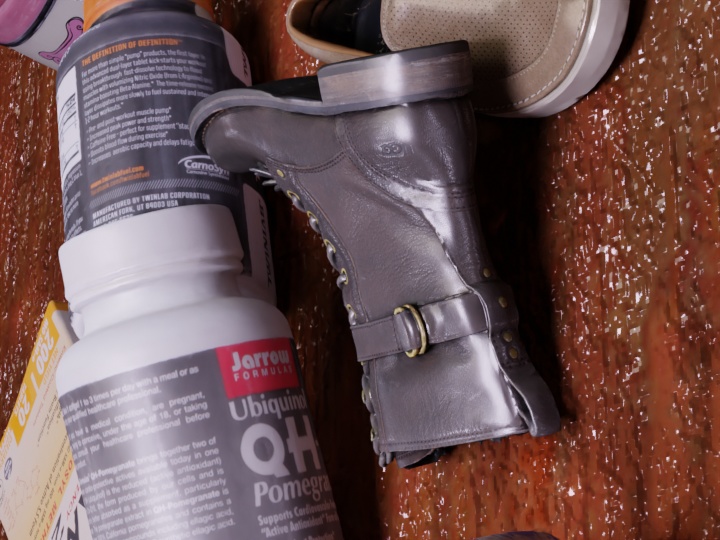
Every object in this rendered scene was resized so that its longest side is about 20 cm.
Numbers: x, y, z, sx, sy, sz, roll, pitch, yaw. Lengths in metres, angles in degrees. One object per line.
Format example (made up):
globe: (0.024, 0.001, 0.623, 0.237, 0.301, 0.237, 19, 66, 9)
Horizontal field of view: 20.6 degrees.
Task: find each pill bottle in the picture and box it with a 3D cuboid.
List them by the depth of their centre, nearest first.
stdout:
pill bottle: (-0.074, 0.077, 0.888, 0.111, 0.110, 0.201, -25, 78, 54)
pill bottle: (-0.104, -0.061, 1.031, 0.106, 0.106, 0.201, -41, 48, 47)

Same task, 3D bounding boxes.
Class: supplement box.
supplement box: (-0.127, 0.122, 1.046, 0.200, 0.073, 0.126, 52, 126, 51)

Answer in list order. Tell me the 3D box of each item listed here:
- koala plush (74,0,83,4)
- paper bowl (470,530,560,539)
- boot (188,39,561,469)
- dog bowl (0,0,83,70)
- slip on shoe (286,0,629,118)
koala plush: (-0.158, -0.232, 1.081, 0.200, 0.183, 0.178, 101, 158, -77)
paper bowl: (0.011, 0.186, 0.674, 0.201, 0.200, 0.105, -52, 60, 39)
boot: (0.000, 0.000, 0.847, 0.200, 0.069, 0.175, -6, 96, 57)
dog bowl: (-0.196, -0.228, 1.265, 0.200, 0.074, 0.201, -23, 62, 55)
slip on shoe: (0.037, -0.109, 0.852, 0.200, 0.060, 0.076, 16, 95, 59)
